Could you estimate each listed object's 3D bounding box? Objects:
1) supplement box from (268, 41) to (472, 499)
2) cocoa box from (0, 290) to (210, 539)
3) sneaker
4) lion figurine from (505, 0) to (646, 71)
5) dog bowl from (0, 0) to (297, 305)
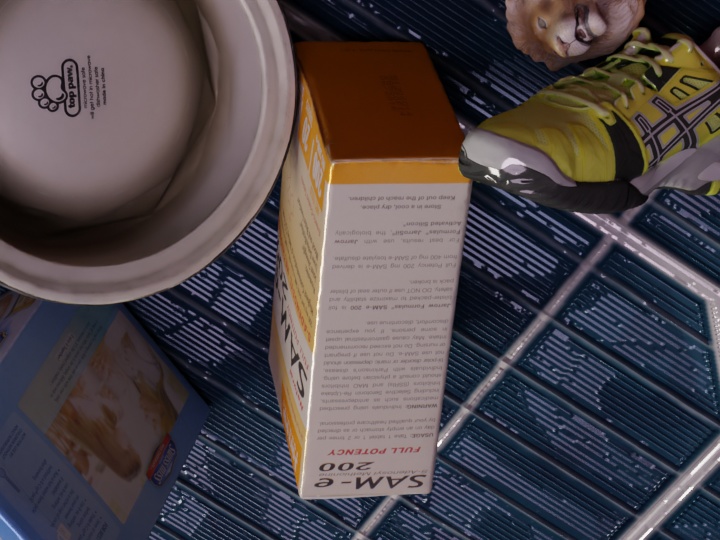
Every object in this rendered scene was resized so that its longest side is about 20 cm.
[{"bbox_3d":[0.000,0.000,0.921,0.073,0.126,0.201,-1,123,-11],"label":"supplement box"},{"bbox_3d":[-0.193,0.111,1.003,0.131,0.200,0.134,-29,110,27],"label":"cocoa box"},{"bbox_3d":[0.118,-0.074,0.836,0.075,0.200,0.077,23,114,37],"label":"sneaker"},{"bbox_3d":[0.091,-0.198,0.828,0.122,0.072,0.201,-21,100,33],"label":"lion figurine"},{"bbox_3d":[-0.135,-0.088,0.873,0.199,0.074,0.201,-5,102,-25],"label":"dog bowl"}]
